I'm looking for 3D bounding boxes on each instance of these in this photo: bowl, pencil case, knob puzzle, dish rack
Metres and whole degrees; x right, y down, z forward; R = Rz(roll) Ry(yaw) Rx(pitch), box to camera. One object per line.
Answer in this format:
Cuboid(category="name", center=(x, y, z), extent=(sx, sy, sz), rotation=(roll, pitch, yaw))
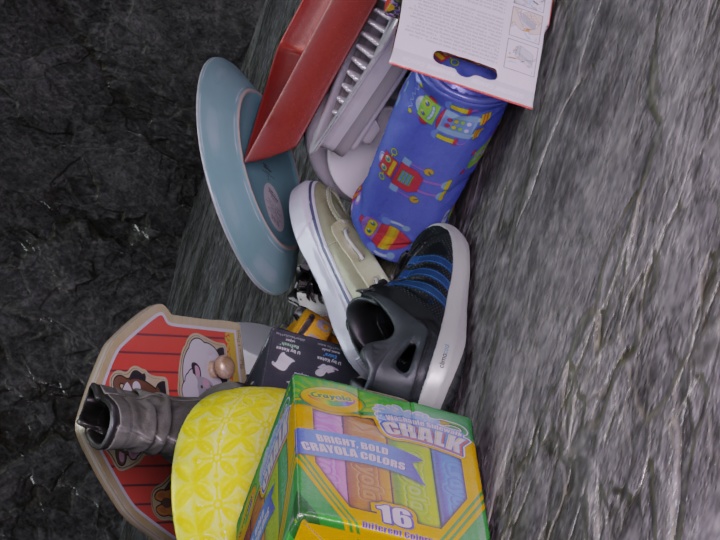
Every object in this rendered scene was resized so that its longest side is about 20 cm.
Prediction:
Cuboid(category="bowl", center=(-0.029, 0.164, 1.528), extent=(0.107, 0.200, 0.201), rotation=(-18, 42, 26))
Cuboid(category="pencil case", center=(0.053, -0.091, 1.635), extent=(0.087, 0.078, 0.200), rotation=(-41, -15, -37))
Cuboid(category="knob puzzle", center=(-0.145, 0.123, 1.782), extent=(0.030, 0.219, 0.221), rotation=(-13, 53, 36))
Cuboid(category="dish rack", center=(0.030, -0.183, 1.688), extent=(0.200, 0.043, 0.172), rotation=(-53, 16, 51))

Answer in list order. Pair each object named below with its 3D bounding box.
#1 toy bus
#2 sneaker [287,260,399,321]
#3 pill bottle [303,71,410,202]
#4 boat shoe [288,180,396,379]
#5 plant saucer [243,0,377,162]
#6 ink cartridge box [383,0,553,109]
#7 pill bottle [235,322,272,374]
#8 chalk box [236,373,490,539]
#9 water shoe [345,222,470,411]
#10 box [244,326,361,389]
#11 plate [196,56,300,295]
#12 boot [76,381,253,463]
Cuboid(category="toy bus", center=(-0.048, 0.087, 1.912), extent=(0.065, 0.078, 0.200), rotation=(-55, 3, -13))
Cuboid(category="sneaker", center=(-0.013, 0.023, 1.858), extent=(0.200, 0.080, 0.074), rotation=(158, 129, -77))
Cuboid(category="pill bottle", center=(0.008, -0.117, 1.858), extent=(0.200, 0.110, 0.112), rotation=(-105, 31, -73))
Cuboid(category="boat shoe", center=(0.000, 0.000, 1.735), extent=(0.062, 0.072, 0.201), rotation=(-32, 49, 10))
Cuboid(category="plant saucer", center=(-0.024, -0.201, 1.799), extent=(0.200, 0.037, 0.200), rotation=(-59, 12, 32))
Cuboid(category="ink cartridge box", center=(0.077, -0.199, 1.558), extent=(0.050, 0.108, 0.201), rotation=(126, 159, -60))
Cuboid(category="pill bottle", center=(-0.113, 0.159, 2.139), extent=(0.114, 0.113, 0.201), rotation=(-102, 29, -72))
Cuboid(category="chalk box", center=(-0.003, 0.151, 1.373), extent=(0.200, 0.123, 0.125), rotation=(-97, 24, -62))
Cuboid(category="water shoe", center=(0.031, 0.022, 1.566), extent=(0.200, 0.078, 0.072), rotation=(-89, 17, -59))
Cuboid(category="box", center=(-0.048, 0.165, 1.736), extent=(0.122, 0.105, 0.201), rotation=(116, 166, -54))
Cuboid(category="plate", center=(-0.082, -0.080, 1.844), extent=(0.200, 0.025, 0.202), rotation=(-15, -90, -75))
Cuboid(category="boot", center=(-0.144, 0.106, 1.673), extent=(0.200, 0.130, 0.068), rotation=(-148, 76, -78))
